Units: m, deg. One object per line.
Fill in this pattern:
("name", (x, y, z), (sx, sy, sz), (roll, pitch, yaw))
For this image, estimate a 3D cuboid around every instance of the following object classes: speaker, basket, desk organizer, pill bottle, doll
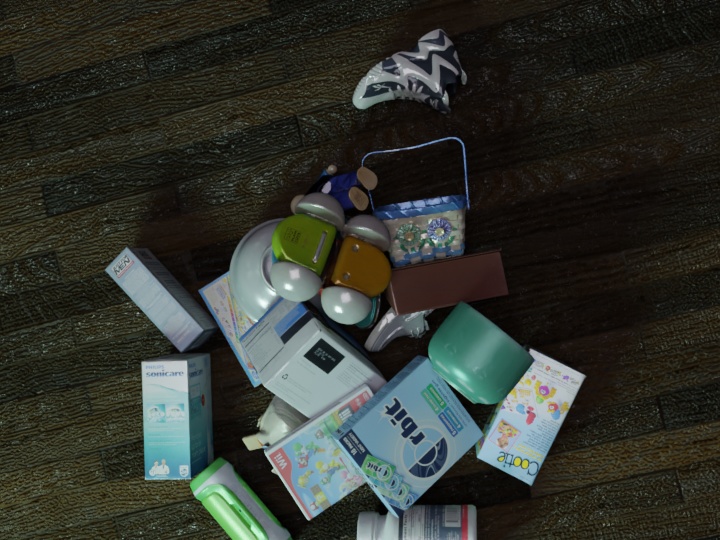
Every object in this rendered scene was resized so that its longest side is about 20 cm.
("speaker", (-0.208, 0.427, 1.583), (0.088, 0.088, 0.200), (-42, 85, 5))
("basket", (0.104, -0.114, 1.524), (0.175, 0.139, 0.201), (-11, 94, 6))
("desk organizer", (0.139, 0.024, 1.500), (0.199, 0.072, 0.078), (-10, 83, -10))
("pill bottle", (0.098, 0.456, 1.528), (0.198, 0.120, 0.121), (-1, 89, 8))
("doll", (-0.059, -0.121, 1.533), (0.048, 0.199, 0.137), (35, 66, -30))

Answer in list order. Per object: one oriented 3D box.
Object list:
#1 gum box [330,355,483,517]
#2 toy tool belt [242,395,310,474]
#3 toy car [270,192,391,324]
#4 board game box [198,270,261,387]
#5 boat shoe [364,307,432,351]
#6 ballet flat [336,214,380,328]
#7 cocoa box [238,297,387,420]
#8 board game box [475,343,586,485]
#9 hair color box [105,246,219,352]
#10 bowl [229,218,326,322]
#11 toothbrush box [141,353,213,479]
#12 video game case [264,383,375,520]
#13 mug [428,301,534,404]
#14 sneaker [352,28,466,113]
("gum box", (0.078, 0.269, 1.473), (0.200, 0.045, 0.170), (-40, 103, -14))
("toy tool belt", (-0.096, 0.311, 1.564), (0.199, 0.125, 0.123), (34, 114, -7))
("toy car", (-0.056, -0.012, 1.440), (0.199, 0.150, 0.176), (24, 67, -14))
("board game box", (-0.181, 0.086, 1.609), (0.134, 0.034, 0.201), (-31, 86, 6))
("boat shoe", (0.093, 0.077, 1.557), (0.201, 0.070, 0.072), (-46, 79, 1))
("ballet flat", (0.000, 0.000, 1.571), (0.072, 0.072, 0.202), (-14, 88, 6))
("cocoa box", (-0.078, 0.151, 1.499), (0.133, 0.200, 0.131), (-44, 42, 4))
("board game box", (0.282, 0.238, 1.516), (0.104, 0.103, 0.201), (26, 92, 5))
("hair color box", (-0.348, 0.050, 1.597), (0.061, 0.099, 0.200), (-44, 85, 5))
("bowl", (-0.126, 0.000, 1.549), (0.200, 0.090, 0.203), (1, 80, -7))
("toothbrush box", (-0.315, 0.249, 1.567), (0.085, 0.146, 0.202), (-3, 88, 6))
("video game case", (-0.038, 0.298, 1.483), (0.199, 0.017, 0.144), (-32, 105, -7))
("mug", (0.188, 0.144, 1.447), (0.152, 0.185, 0.115), (38, 88, 27))
("sneaker", (0.094, -0.309, 1.557), (0.198, 0.080, 0.130), (-32, 77, -5))
